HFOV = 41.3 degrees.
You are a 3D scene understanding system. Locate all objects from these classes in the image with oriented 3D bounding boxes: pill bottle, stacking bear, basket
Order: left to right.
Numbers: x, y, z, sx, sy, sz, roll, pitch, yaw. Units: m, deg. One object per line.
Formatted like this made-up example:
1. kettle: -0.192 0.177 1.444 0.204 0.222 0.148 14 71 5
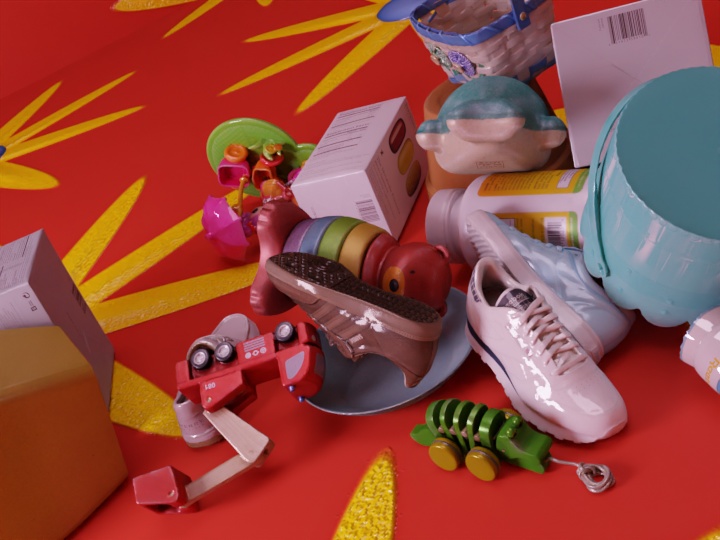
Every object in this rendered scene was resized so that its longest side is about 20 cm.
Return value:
1. stacking bear: 0.000 0.000 0.990 0.198 0.123 0.113 10 6 29
2. basket: 0.134 -0.306 1.082 0.138 0.202 0.176 -31 29 -14
3. pill bottle: 0.173 -0.048 1.015 0.198 0.112 0.111 1 37 36

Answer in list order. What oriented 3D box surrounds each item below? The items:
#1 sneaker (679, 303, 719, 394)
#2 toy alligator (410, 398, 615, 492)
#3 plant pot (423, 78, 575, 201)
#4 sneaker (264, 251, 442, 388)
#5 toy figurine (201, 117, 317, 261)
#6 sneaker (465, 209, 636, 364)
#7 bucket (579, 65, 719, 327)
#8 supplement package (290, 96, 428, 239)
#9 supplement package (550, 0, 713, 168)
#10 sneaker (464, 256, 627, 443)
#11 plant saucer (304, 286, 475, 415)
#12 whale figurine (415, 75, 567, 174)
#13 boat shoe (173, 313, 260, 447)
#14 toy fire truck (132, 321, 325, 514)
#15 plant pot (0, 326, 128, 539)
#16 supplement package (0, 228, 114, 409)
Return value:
1. sneaker: 0.364 0.045 0.782 0.198 0.077 0.081 -29 47 -9
2. toy alligator: 0.118 0.140 0.808 0.198 0.055 0.059 6 40 41
3. plant pot: 0.161 -0.163 1.181 0.197 0.141 0.201 -18 30 11
4. sneaker: -0.017 0.046 0.905 0.198 0.077 0.070 24 24 32
5. toy figurine: -0.142 -0.093 1.336 0.197 0.151 0.186 8 50 5
6. sneaker: 0.183 0.004 0.924 0.081 0.074 0.201 -32 61 -13
7. bucket: 0.297 -0.067 0.835 0.204 0.135 0.210 -1 61 2
8. supplement package: 0.006 -0.126 1.257 0.108 0.115 0.201 -9 33 26
9. supplement package: 0.299 -0.198 1.044 0.150 0.153 0.200 -10 1 16
10. sneaker: 0.157 0.069 0.843 0.076 0.081 0.200 -22 43 -24
11. plant saucer: 0.031 0.088 0.971 0.198 0.039 0.202 -18 29 10
12. whale figurine: 0.135 -0.159 0.996 0.157 0.106 0.200 0 -2 13
13. boat shoe: -0.158 0.101 1.051 0.070 0.070 0.201 -15 30 15
14. toy fire truck: -0.122 0.142 0.916 0.197 0.049 0.143 -18 61 8
15. plant pot: -0.354 0.167 0.976 0.175 0.203 0.199 -24 27 -25
16. supplement package: -0.425 0.095 1.126 0.198 0.193 0.148 -22 28 0
